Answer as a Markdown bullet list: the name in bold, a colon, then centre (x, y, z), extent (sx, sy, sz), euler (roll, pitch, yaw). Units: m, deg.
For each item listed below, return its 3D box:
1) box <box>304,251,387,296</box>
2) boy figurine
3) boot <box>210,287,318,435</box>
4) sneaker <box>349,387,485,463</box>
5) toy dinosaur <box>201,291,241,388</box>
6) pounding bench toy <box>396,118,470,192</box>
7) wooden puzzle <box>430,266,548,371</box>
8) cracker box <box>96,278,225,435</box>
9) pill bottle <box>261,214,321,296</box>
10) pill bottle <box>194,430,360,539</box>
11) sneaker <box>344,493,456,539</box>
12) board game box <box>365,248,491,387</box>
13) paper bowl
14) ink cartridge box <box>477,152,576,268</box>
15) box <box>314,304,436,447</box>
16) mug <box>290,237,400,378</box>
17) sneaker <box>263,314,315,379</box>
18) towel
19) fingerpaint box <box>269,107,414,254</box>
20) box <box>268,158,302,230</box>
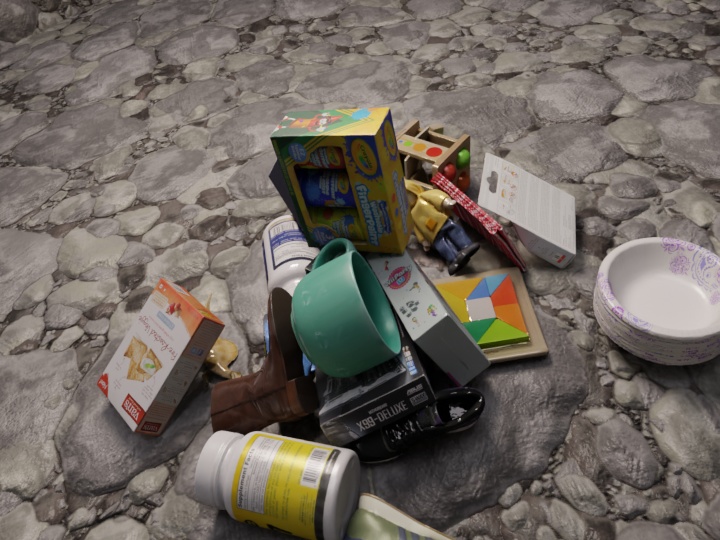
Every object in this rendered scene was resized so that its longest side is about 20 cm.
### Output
- **box**: centre (0.000, 0.000, 0.995), extent (0.045, 0.161, 0.200), euler (18, 50, 33)
- **boy figurine**: centre (0.130, -0.094, 1.066), extent (0.064, 0.125, 0.201), euler (-29, 73, -37)
- **boot**: centre (-0.159, 0.145, 0.860), extent (0.198, 0.063, 0.191), euler (-27, 67, 35)
- **sneaker**: centre (0.076, 0.202, 0.810), extent (0.196, 0.088, 0.077), euler (-20, 71, -8)
- **toy dinosaur**: centre (-0.261, 0.134, 1.002), extent (0.099, 0.059, 0.201), euler (-13, 48, -25)
- **pounding bench toy**: centre (0.164, -0.230, 1.224), extent (0.154, 0.126, 0.200), euler (23, 53, 31)
- **wooden puzzle**: centre (0.195, 0.070, 0.976), extent (0.180, 0.038, 0.203), euler (-9, 44, 2)
- **cracker box**: centre (-0.317, 0.134, 0.932), extent (0.133, 0.057, 0.203), euler (30, 88, 35)
- **pill bottle**: centre (-0.115, 0.004, 1.052), extent (0.108, 0.113, 0.202), euler (-13, 44, -3)
- **pill bottle**: centre (-0.107, 0.275, 0.770), extent (0.195, 0.116, 0.116), euler (6, 45, 17)
- **sneaker**: centre (0.065, 0.351, 0.699), extent (0.196, 0.068, 0.091), euler (18, 58, 27)
- **board game box**: centre (0.098, 0.058, 0.891), extent (0.064, 0.148, 0.201), euler (-37, 40, 7)
- **paper bowl**: centre (0.455, 0.054, 0.890), extent (0.195, 0.106, 0.204), euler (-5, 44, 5)
- **ink cartridge box**: centre (0.297, -0.111, 1.071), extent (0.196, 0.051, 0.164), euler (24, 47, -5)
- **box**: centre (0.012, 0.145, 0.862), extent (0.155, 0.050, 0.201), euler (-26, 26, 5)
- **mug**: centre (-0.026, 0.060, 0.822), extent (0.113, 0.154, 0.186), euler (-26, 20, 12)
- **sneaker**: centre (-0.112, 0.148, 0.943), extent (0.076, 0.067, 0.202), euler (-10, 44, -13)
- **towel**: centre (0.212, -0.087, 1.067), extent (0.022, 0.144, 0.201), euler (-43, 47, 5)
- **fingerpaint box**: centre (-0.021, -0.126, 0.863), extent (0.163, 0.203, 0.074), euler (5, 44, 24)
- **box**: centre (-0.053, -0.151, 1.136), extent (0.179, 0.105, 0.201), euler (15, 27, -40)
